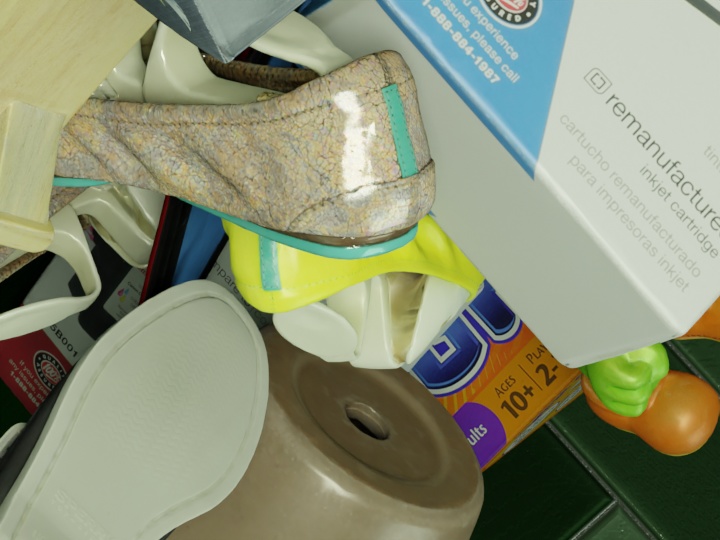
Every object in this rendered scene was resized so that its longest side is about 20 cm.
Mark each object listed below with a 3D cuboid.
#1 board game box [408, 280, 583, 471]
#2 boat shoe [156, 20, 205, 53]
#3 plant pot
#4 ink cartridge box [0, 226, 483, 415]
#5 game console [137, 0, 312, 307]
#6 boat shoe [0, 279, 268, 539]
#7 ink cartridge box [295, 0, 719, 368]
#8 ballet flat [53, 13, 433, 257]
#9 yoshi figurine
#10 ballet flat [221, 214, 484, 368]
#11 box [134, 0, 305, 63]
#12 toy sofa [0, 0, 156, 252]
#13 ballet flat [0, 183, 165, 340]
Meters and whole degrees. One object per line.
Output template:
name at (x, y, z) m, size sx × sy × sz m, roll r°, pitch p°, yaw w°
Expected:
board game box at (0.085, -0.065, 1.213) m, size 0.200 × 0.200 × 0.200 m, roll -33°, pitch 168°, yaw -49°
boat shoe at (-0.004, -0.157, 0.850) m, size 0.200 × 0.072 × 0.076 m, roll -40°, pitch -162°, yaw 13°
plant pot at (-0.045, 0.117, 1.048) m, size 0.175 × 0.200 × 0.200 m, roll -54°, pitch 168°, yaw 24°
ink cartridge box at (-0.061, 0.021, 1.167) m, size 0.083 × 0.146 × 0.200 m, roll -31°, pitch 166°, yaw -46°
game console at (0.001, -0.040, 0.967) m, size 0.172 × 0.119 × 0.200 m, roll 0°, pitch 154°, yaw -12°
boat shoe at (-0.096, 0.081, 0.882) m, size 0.060 × 0.074 × 0.200 m, roll -23°, pitch -151°, yaw 43°
ink cartridge box at (0.098, -0.091, 0.831) m, size 0.200 × 0.145 × 0.084 m, roll -46°, pitch -171°, yaw -22°
ballet flat at (-0.060, -0.057, 0.792) m, size 0.068 × 0.200 × 0.067 m, roll -31°, pitch 125°, yaw -47°
yoshi figurine at (0.112, -0.013, 0.977) m, size 0.112 × 0.112 × 0.200 m, roll -26°, pitch 140°, yaw 7°
ballet flat at (0.000, 0.000, 0.906) m, size 0.067 × 0.067 × 0.200 m, roll -3°, pitch 172°, yaw 18°
box at (0.005, -0.166, 0.592) m, size 0.200 × 0.051 × 0.158 m, roll -40°, pitch 138°, yaw -13°
toy sofa at (-0.077, -0.108, 0.715) m, size 0.200 × 0.098 × 0.083 m, roll -45°, pitch 147°, yaw 21°
ballet flat at (-0.111, -0.020, 0.990) m, size 0.200 × 0.067 × 0.068 m, roll -37°, pitch 171°, yaw -36°
